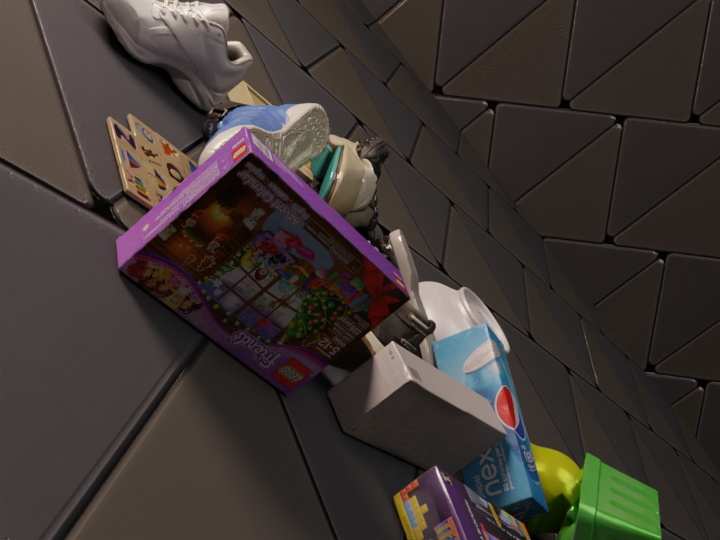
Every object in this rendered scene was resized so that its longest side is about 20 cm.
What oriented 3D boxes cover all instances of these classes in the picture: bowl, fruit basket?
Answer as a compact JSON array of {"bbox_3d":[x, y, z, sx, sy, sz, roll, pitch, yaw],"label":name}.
[{"bbox_3d":[0.118,0.086,1.334,0.201,0.090,0.202,48,16,-19],"label":"bowl"},{"bbox_3d":[0.225,0.276,1.213,0.212,0.158,0.216,9,9,-1],"label":"fruit basket"}]

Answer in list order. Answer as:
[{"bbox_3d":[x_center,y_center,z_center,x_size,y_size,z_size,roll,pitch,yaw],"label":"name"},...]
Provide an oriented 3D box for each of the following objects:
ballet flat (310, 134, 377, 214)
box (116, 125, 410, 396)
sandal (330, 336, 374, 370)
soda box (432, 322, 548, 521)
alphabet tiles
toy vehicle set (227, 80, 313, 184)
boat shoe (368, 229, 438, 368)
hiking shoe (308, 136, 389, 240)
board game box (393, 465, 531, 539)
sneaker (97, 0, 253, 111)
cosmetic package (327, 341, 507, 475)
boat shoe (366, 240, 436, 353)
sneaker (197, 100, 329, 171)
[{"bbox_3d":[-0.013,-0.099,1.150,0.070,0.069,0.200,47,10,-19],"label":"ballet flat"},{"bbox_3d":[-0.072,0.000,0.858,0.200,0.136,0.039,41,18,-36],"label":"box"},{"bbox_3d":[-0.054,0.012,0.968,0.211,0.077,0.071,36,54,-38],"label":"sandal"},{"bbox_3d":[0.135,0.163,1.165,0.064,0.067,0.203,45,28,-54],"label":"soda box"},{"bbox_3d":[-0.151,-0.056,0.999,0.199,0.006,0.168,37,21,-46],"label":"alphabet tiles"},{"bbox_3d":[-0.077,-0.136,1.359,0.199,0.026,0.125,37,22,-47],"label":"toy vehicle set"},{"bbox_3d":[0.045,0.057,1.227,0.074,0.059,0.203,27,46,-75],"label":"boat shoe"},{"bbox_3d":[-0.015,-0.082,1.301,0.200,0.075,0.102,-52,125,-47],"label":"hiking shoe"},{"bbox_3d":[0.120,0.288,0.952,0.165,0.056,0.201,40,20,-43],"label":"board game box"},{"bbox_3d":[-0.188,-0.255,1.146,0.199,0.099,0.079,34,24,-51],"label":"sneaker"},{"bbox_3d":[0.058,0.137,1.053,0.199,0.082,0.051,35,20,-51],"label":"cosmetic package"},{"bbox_3d":[0.000,0.000,1.118,0.201,0.067,0.072,53,13,19],"label":"boat shoe"},{"bbox_3d":[-0.124,-0.119,1.096,0.200,0.110,0.078,-40,125,-52],"label":"sneaker"}]
